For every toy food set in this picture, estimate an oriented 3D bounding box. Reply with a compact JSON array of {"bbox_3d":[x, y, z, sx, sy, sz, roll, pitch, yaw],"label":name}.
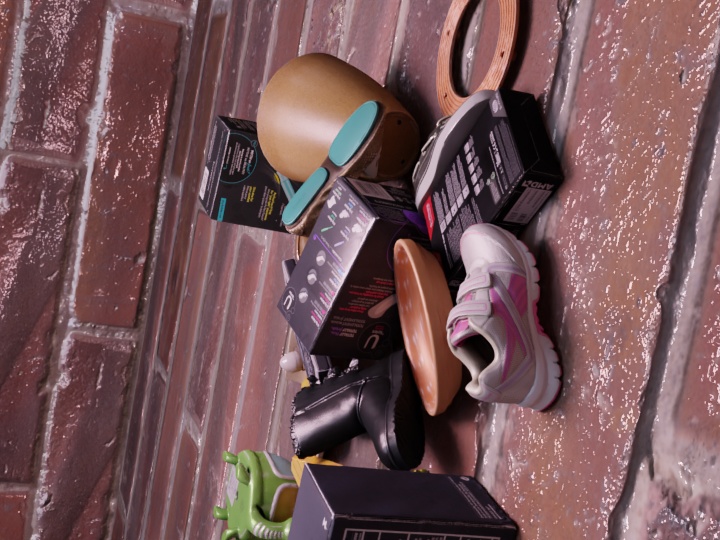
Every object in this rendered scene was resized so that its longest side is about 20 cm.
[{"bbox_3d":[-0.090,0.204,1.547,0.144,0.060,0.201,102,164,-50],"label":"toy food set"}]

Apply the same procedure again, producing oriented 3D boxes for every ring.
[{"bbox_3d":[0.141,-0.269,1.223,0.200,0.019,0.202,-173,90,-69],"label":"ring"}]

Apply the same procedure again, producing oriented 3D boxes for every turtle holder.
[{"bbox_3d":[-0.138,0.345,1.566,0.185,0.131,0.142,153,124,-64],"label":"turtle holder"}]

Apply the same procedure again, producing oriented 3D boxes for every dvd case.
[{"bbox_3d":[-0.069,0.104,1.433,0.151,0.025,0.201,86,168,-49],"label":"dvd case"}]

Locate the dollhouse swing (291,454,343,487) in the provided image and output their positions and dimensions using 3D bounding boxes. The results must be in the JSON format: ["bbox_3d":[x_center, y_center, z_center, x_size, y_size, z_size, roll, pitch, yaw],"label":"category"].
[{"bbox_3d":[-0.061,0.353,1.253,0.182,0.176,0.200,-43,17,-21],"label":"dollhouse swing"}]

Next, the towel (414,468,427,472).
[{"bbox_3d":[0.038,0.318,1.273,0.200,0.018,0.087,127,146,-52],"label":"towel"}]

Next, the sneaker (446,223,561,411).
[{"bbox_3d":[0.128,0.041,1.013,0.081,0.088,0.201,126,137,-51],"label":"sneaker"}]

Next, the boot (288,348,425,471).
[{"bbox_3d":[-0.009,0.184,1.230,0.162,0.074,0.199,-23,31,18],"label":"boot"}]

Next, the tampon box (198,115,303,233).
[{"bbox_3d":[-0.144,-0.151,1.668,0.126,0.199,0.151,-132,54,-64],"label":"tampon box"}]

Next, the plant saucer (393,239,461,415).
[{"bbox_3d":[0.077,0.061,1.161,0.200,0.037,0.202,169,90,-83],"label":"plant saucer"}]

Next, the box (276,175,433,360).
[{"bbox_3d":[0.000,0.000,1.286,0.106,0.122,0.201,50,121,44],"label":"box"}]

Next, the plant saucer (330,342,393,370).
[{"bbox_3d":[0.001,0.128,1.423,0.200,0.032,0.202,-172,90,-70],"label":"plant saucer"}]

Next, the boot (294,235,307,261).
[{"bbox_3d":[-0.054,-0.003,1.590,0.075,0.073,0.201,-26,61,43],"label":"boot"}]

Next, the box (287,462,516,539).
[{"bbox_3d":[0.026,0.315,1.054,0.123,0.197,0.201,-139,60,-65],"label":"box"}]

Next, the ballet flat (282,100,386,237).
[{"bbox_3d":[-0.020,-0.122,1.297,0.200,0.065,0.071,-50,36,15],"label":"ballet flat"}]

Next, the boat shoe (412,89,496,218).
[{"bbox_3d":[0.105,-0.144,1.189,0.200,0.070,0.064,120,142,-48],"label":"boat shoe"}]

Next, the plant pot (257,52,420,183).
[{"bbox_3d":[-0.012,-0.192,1.413,0.200,0.186,0.188,26,108,50],"label":"plant pot"}]

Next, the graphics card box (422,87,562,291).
[{"bbox_3d":[0.137,-0.083,1.118,0.200,0.051,0.126,119,150,-46],"label":"graphics card box"}]
